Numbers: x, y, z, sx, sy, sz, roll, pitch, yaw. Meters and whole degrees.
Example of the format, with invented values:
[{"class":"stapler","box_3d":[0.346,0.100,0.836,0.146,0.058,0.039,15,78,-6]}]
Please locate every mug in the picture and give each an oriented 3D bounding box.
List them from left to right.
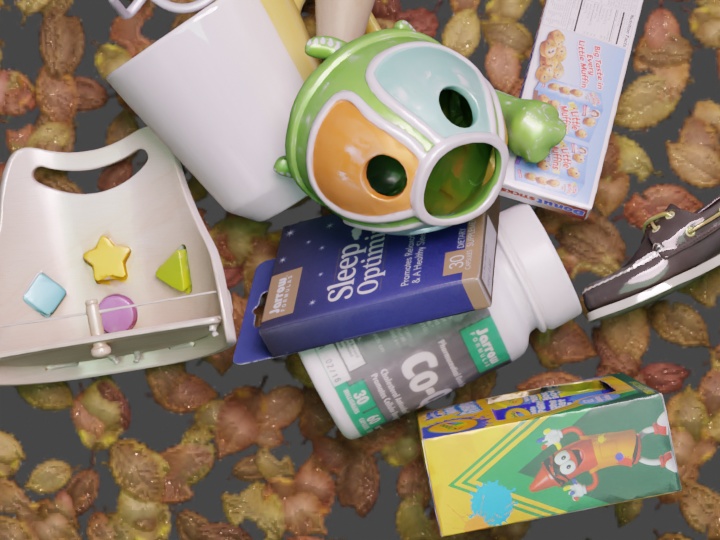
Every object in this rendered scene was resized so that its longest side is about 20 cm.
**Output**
[{"class":"mug","box_3d":[-0.069,-0.131,1.266,0.186,0.149,0.153,-33,99,8]}]

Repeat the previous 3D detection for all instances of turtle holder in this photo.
[{"class":"turtle holder","box_3d":[0.043,-0.084,1.190,0.132,0.185,0.141,37,101,42]}]

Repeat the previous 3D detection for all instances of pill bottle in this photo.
[{"class":"pill bottle","box_3d":[0.055,0.034,1.279,0.200,0.113,0.113,-27,91,2]}]

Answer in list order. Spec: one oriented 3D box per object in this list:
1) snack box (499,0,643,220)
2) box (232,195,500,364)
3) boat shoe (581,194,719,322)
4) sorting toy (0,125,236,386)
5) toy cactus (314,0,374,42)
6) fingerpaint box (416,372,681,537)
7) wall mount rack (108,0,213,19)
[{"class":"snack box","box_3d":[0.159,-0.140,1.282,0.072,0.024,0.200,17,70,-1]},{"class":"box","box_3d":[0.000,0.000,1.234,0.200,0.121,0.032,-15,126,20]},{"class":"boat shoe","box_3d":[0.251,-0.025,1.299,0.201,0.072,0.061,-26,87,-6]},{"class":"sorting toy","box_3d":[-0.195,-0.015,1.295,0.199,0.107,0.181,-9,82,5]},{"class":"toy cactus","box_3d":[0.001,-0.239,1.219,0.102,0.200,0.165,4,99,-33]},{"class":"fingerpaint box","box_3d":[0.128,0.127,1.238,0.166,0.200,0.074,-11,90,2]},{"class":"wall mount rack","box_3d":[-0.172,-0.290,1.276,0.200,0.075,0.174,35,84,14]}]
